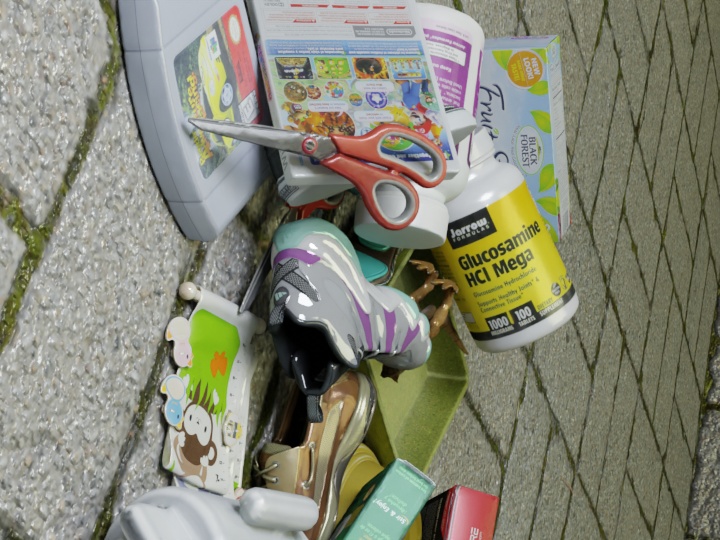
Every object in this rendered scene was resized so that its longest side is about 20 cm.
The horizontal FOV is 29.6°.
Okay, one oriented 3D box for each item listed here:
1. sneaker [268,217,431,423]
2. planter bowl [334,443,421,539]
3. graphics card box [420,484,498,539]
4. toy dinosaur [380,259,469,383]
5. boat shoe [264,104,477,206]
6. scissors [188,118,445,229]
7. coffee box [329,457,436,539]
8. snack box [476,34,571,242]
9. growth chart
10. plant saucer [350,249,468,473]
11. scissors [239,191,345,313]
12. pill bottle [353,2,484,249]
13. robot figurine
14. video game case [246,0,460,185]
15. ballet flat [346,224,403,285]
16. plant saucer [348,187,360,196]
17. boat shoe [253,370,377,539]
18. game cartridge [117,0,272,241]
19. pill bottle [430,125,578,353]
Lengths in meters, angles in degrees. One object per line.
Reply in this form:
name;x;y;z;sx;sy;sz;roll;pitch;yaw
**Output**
sneaker;-0.015;0.066;1.099;0.200;0.077;0.141;42;45;-38
planter bowl;0.004;0.246;1.247;0.200;0.083;0.202;1;90;-66
graphics card box;0.068;0.289;1.308;0.200;0.051;0.126;132;-28;-63
toy dinosaur;0.060;0.048;1.298;0.200;0.060;0.107;-24;137;-61
boat shoe;0.011;-0.107;1.091;0.199;0.069;0.057;-21;78;-36
scissors;-0.026;-0.094;0.984;0.199;0.014;0.074;26;91;-26
coffee box;-0.020;0.254;1.104;0.200;0.044;0.123;-54;179;-24
snack box;0.122;-0.132;1.382;0.068;0.167;0.201;-49;136;-60
growth chart;-0.114;0.115;1.048;0.145;0.018;0.202;16;76;-65
plant saucer;0.038;0.088;1.346;0.200;0.048;0.201;-56;137;-50
scissors;-0.060;-0.048;1.120;0.200;0.014;0.074;-51;139;-46
pill bottle;0.047;-0.126;1.215;0.112;0.111;0.202;36;59;-62
robot figurine;-0.103;0.214;0.942;0.200;0.169;0.113;30;21;-56
video game case;-0.010;-0.161;1.062;0.018;0.142;0.201;131;-50;-57
ballet flat;0.000;0.000;1.255;0.200;0.067;0.076;-49;158;-57
plant saucer;-0.004;-0.168;1.265;0.200;0.027;0.202;3;90;-66
boat shoe;-0.056;0.167;1.134;0.074;0.075;0.201;31;68;-27
game cartridge;-0.117;-0.131;0.998;0.133;0.041;0.201;-52;138;-48
pill bottle;0.124;-0.031;1.318;0.201;0.112;0.112;63;30;-10
